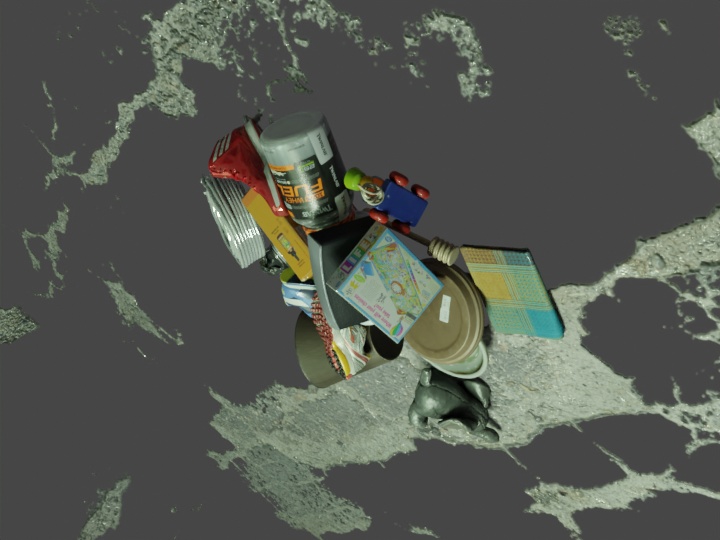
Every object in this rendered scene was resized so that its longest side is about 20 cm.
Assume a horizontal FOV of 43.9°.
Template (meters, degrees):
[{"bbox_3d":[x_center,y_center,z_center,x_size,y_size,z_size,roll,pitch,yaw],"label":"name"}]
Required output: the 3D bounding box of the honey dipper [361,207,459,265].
[{"bbox_3d":[0.083,-0.065,1.597,0.199,0.038,0.038,26,147,25],"label":"honey dipper"}]

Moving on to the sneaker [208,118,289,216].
[{"bbox_3d":[-0.204,-0.167,1.627,0.201,0.115,0.078,68,-169,24],"label":"sneaker"}]

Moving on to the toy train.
[{"bbox_3d":[0.016,-0.137,1.465,0.116,0.085,0.200,32,-174,36],"label":"toy train"}]

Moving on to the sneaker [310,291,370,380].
[{"bbox_3d":[-0.037,0.111,1.732,0.078,0.082,0.201,29,143,52],"label":"sneaker"}]

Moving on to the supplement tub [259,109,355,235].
[{"bbox_3d":[-0.085,-0.164,1.547,0.122,0.123,0.201,8,131,42],"label":"supplement tub"}]

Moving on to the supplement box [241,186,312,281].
[{"bbox_3d":[-0.134,-0.082,1.681,0.200,0.069,0.067,54,131,8],"label":"supplement box"}]

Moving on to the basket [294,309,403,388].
[{"bbox_3d":[-0.020,0.145,1.874,0.199,0.136,0.181,-15,82,39],"label":"basket"}]

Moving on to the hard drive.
[{"bbox_3d":[-0.012,0.010,1.547,0.042,0.134,0.201,-117,13,-54],"label":"hard drive"}]

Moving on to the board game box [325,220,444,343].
[{"bbox_3d":[0.046,0.023,1.522,0.034,0.135,0.200,36,175,45],"label":"board game box"}]

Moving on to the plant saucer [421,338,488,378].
[{"bbox_3d":[0.169,0.121,1.731,0.200,0.050,0.201,28,146,21],"label":"plant saucer"}]

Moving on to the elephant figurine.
[{"bbox_3d":[0.210,0.283,1.857,0.199,0.155,0.142,22,104,10],"label":"elephant figurine"}]

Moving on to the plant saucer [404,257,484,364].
[{"bbox_3d":[0.137,0.077,1.638,0.199,0.029,0.201,11,107,39],"label":"plant saucer"}]

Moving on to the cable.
[{"bbox_3d":[-0.251,-0.106,1.793,0.200,0.069,0.201,-151,40,-72],"label":"cable"}]

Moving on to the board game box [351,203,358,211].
[{"bbox_3d":[-0.064,-0.063,1.716,0.199,0.019,0.103,-16,123,40],"label":"board game box"}]

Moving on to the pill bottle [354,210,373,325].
[{"bbox_3d":[0.000,0.000,1.639,0.112,0.112,0.201,13,136,38],"label":"pill bottle"}]

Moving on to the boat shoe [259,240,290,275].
[{"bbox_3d":[-0.178,-0.020,1.847,0.070,0.066,0.200,51,173,-3],"label":"boat shoe"}]

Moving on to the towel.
[{"bbox_3d":[0.264,0.037,1.549,0.146,0.022,0.200,6,134,43],"label":"towel"}]

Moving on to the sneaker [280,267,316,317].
[{"bbox_3d":[-0.064,0.054,1.778,0.199,0.074,0.083,16,126,10],"label":"sneaker"}]
